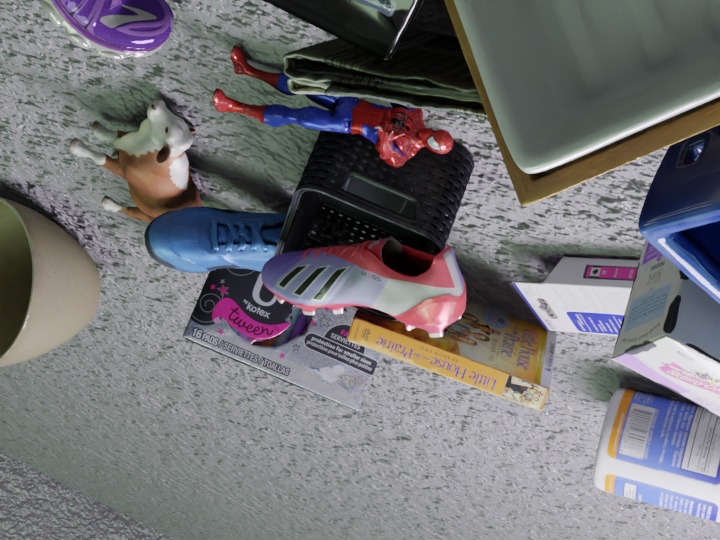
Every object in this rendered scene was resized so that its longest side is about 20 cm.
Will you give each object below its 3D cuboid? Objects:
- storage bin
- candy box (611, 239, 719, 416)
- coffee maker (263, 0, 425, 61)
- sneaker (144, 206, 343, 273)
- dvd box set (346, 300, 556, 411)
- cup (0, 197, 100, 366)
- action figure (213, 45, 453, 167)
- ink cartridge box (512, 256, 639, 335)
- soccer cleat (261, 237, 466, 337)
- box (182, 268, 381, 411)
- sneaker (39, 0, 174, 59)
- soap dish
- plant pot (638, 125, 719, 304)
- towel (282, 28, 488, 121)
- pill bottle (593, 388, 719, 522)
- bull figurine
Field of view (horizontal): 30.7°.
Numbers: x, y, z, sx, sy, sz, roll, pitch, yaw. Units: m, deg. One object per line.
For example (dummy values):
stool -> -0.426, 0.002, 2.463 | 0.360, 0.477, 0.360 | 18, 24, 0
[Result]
storage bin -> 0.007, -0.048, 1.170 | 0.134, 0.094, 0.200 | 23, 155, -2
candy box -> 0.284, 0.004, 0.916 | 0.167, 0.201, 0.071 | 28, 155, -13
coffee maker -> -0.047, -0.224, 0.814 | 0.198, 0.136, 0.192 | 24, 160, -7
sneaker -> -0.109, -0.033, 1.277 | 0.198, 0.067, 0.078 | 6, 164, -27
dvd box set -> 0.094, 0.065, 1.296 | 0.198, 0.146, 0.030 | 20, 112, 5
cup -> -0.397, 0.020, 1.561 | 0.199, 0.203, 0.143 | 2, 175, 37
action figure -> -0.021, -0.137, 1.041 | 0.198, 0.066, 0.099 | 18, 165, 9
ink cartridge box -> 0.246, 0.027, 1.197 | 0.198, 0.037, 0.095 | 1, 149, 33
soccer cleat -> 0.000, 0.000, 1.105 | 0.198, 0.067, 0.077 | 13, 124, 32
box -> -0.076, 0.058, 1.397 | 0.198, 0.116, 0.132 | 23, 174, -4
sneaker -> -0.212, -0.237, 0.985 | 0.083, 0.081, 0.200 | -11, 140, 41
soap dish -> 0.155, -0.143, 0.713 | 0.198, 0.159, 0.081 | -23, 168, 16
plant pot -> 0.313, -0.064, 0.776 | 0.199, 0.181, 0.199 | 35, 152, -26
towel -> 0.063, -0.128, 0.883 | 0.191, 0.035, 0.200 | 13, -161, 17
pill bottle -> 0.352, 0.199, 1.369 | 0.198, 0.113, 0.112 | 13, 155, 18
bull figurine -> -0.209, -0.099, 1.280 | 0.120, 0.066, 0.201 | 19, 154, 14
